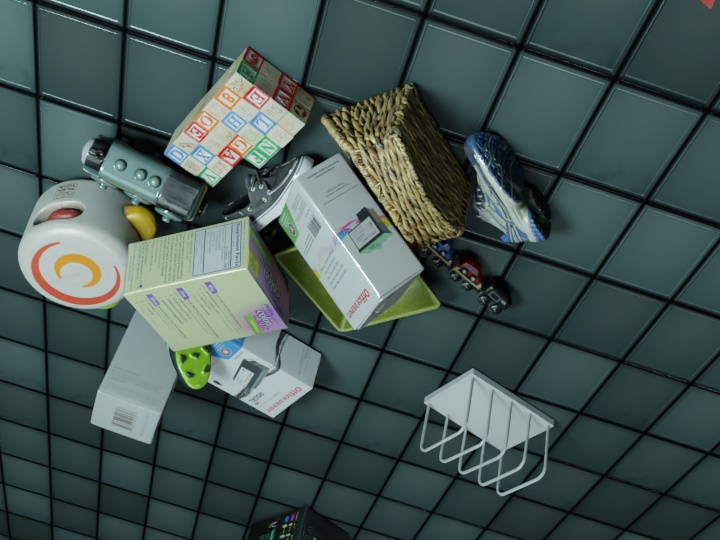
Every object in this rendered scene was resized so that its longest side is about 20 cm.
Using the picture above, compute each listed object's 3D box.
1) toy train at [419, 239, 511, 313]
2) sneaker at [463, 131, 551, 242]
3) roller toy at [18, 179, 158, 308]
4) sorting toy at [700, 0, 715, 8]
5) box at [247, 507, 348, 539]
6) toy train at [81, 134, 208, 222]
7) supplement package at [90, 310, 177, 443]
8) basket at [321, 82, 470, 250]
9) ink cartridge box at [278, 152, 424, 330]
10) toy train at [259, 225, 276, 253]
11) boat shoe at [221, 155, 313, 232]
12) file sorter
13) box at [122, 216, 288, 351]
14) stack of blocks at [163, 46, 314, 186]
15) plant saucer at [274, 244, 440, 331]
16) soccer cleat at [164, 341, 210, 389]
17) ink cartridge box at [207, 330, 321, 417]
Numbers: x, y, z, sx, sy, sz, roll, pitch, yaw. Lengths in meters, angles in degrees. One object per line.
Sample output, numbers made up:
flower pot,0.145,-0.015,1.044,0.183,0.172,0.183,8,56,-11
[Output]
toy train,0.161,0.000,1.409,0.200,0.034,0.046,38,126,-25
sneaker,0.184,-0.103,1.271,0.085,0.077,0.200,-14,131,34
roller toy,-0.433,-0.046,1.461,0.182,0.140,0.200,25,130,-22
sorting toy,0.396,-0.354,0.937,0.197,0.070,0.201,12,139,4
box,-0.155,0.657,2.157,0.199,0.125,0.148,-26,126,35
toy train,-0.312,-0.134,1.344,0.199,0.086,0.114,27,175,-11
supplement package,-0.384,0.183,1.649,0.117,0.201,0.117,21,138,-7
basket,0.040,-0.120,1.241,0.148,0.143,0.200,-14,131,28
ink cartridge box,-0.017,-0.036,1.279,0.201,0.084,0.145,54,157,9
toy train,-0.171,-0.011,1.495,0.034,0.046,0.200,8,142,-16
boat shoe,-0.143,-0.117,1.360,0.066,0.070,0.200,31,143,-20
file sorter,0.225,0.298,1.657,0.199,0.125,0.139,33,136,-20
box,-0.231,0.025,1.416,0.198,0.097,0.176,-12,144,12
stack of blocks,-0.170,-0.199,1.278,0.115,0.059,0.200,35,135,-22
plant saucer,0.000,0.000,1.454,0.199,0.048,0.200,-16,130,31
soccer cleat,-0.310,0.113,1.590,0.067,0.201,0.081,-14,164,-30
ink cartridge box,-0.192,0.163,1.660,0.199,0.085,0.144,32,135,-19
